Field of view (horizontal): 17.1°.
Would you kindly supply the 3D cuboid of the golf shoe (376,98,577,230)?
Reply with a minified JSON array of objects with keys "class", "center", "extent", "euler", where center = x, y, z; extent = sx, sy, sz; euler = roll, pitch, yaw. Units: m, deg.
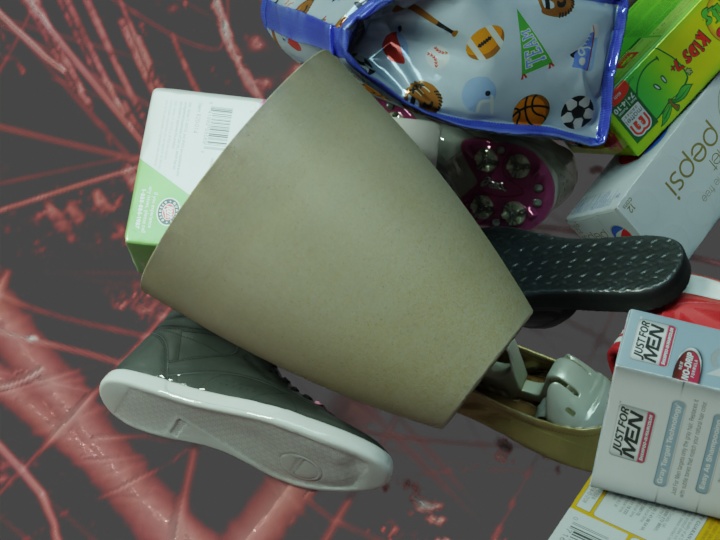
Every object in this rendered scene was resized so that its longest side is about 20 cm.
[{"class":"golf shoe","center":[0.062,-0.084,1.686],"extent":[0.200,0.076,0.091],"euler":[25,25,25]}]

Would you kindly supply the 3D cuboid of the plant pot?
[{"class":"plant pot","center":[0.000,0.000,1.467],"extent":[0.200,0.187,0.187],"euler":[38,54,5]}]

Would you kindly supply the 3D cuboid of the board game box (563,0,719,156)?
[{"class":"board game box","center":[0.221,-0.165,1.655],"extent":[0.200,0.048,0.102],"euler":[-46,17,-12]}]

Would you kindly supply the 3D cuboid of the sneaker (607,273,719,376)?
[{"class":"sneaker","center":[0.246,0.064,1.491],"extent":[0.199,0.079,0.116],"euler":[4,33,38]}]

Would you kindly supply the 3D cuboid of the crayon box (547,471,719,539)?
[{"class":"crayon box","center":[0.204,0.203,1.419],"extent":[0.199,0.052,0.126],"euler":[23,50,20]}]

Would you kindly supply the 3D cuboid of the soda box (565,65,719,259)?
[{"class":"soda box","center":[0.230,-0.084,1.640],"extent":[0.068,0.064,0.200],"euler":[47,65,-16]}]

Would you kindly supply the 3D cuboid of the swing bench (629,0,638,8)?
[{"class":"swing bench","center":[0.163,-0.246,1.792],"extent":[0.199,0.130,0.200],"euler":[-29,59,-26]}]

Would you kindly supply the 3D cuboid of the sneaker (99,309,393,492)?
[{"class":"sneaker","center":[-0.058,0.071,1.523],"extent":[0.199,0.071,0.099],"euler":[17,53,20]}]

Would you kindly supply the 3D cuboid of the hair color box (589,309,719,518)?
[{"class":"hair color box","center":[0.244,0.099,1.420],"extent":[0.199,0.099,0.061],"euler":[13,38,8]}]

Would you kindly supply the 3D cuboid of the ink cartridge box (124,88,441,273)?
[{"class":"ink cartridge box","center":[-0.049,-0.049,1.618],"extent":[0.199,0.067,0.118],"euler":[7,70,6]}]

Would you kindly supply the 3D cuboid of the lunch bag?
[{"class":"lunch bag","center":[0.050,-0.159,1.585],"extent":[0.199,0.124,0.170],"euler":[3,11,-21]}]

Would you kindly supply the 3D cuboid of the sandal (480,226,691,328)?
[{"class":"sandal","center":[0.125,0.013,1.580],"extent":[0.200,0.048,0.075],"euler":[4,43,35]}]

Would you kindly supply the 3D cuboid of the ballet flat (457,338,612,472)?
[{"class":"ballet flat","center":[0.106,0.075,1.529],"extent":[0.199,0.063,0.069],"euler":[18,47,15]}]
